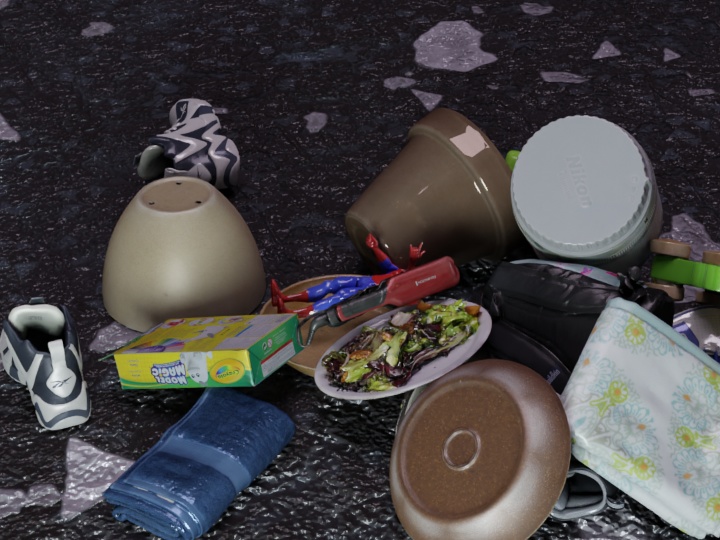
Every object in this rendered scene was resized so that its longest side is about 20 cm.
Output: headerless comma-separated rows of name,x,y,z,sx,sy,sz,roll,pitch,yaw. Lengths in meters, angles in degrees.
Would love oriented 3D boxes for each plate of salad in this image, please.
plate of salad,0.042,0.074,1.609,0.199,0.048,0.200,-17,23,7

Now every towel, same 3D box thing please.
towel,0.294,0.143,1.478,0.199,0.048,0.172,34,56,-4
towel,-0.158,0.192,1.534,0.111,0.049,0.200,17,35,25

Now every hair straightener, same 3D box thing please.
hair straightener,0.012,0.039,1.668,0.199,0.041,0.077,-27,3,-23

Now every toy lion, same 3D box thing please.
toy lion,0.425,0.015,1.678,0.191,0.069,0.199,12,2,40

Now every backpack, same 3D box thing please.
backpack,0.224,0.068,1.630,0.199,0.168,0.126,20,-5,33

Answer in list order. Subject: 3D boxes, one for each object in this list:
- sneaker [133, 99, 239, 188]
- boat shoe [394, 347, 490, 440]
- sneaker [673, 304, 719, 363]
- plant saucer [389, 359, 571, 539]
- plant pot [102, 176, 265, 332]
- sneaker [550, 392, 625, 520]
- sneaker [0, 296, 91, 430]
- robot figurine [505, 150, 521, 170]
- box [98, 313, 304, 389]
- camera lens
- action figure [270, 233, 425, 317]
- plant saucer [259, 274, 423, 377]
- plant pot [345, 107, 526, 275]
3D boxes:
sneaker,-0.258,-0.173,2.084,0.129,0.080,0.200,-7,41,-26
boat shoe,0.078,0.136,1.604,0.059,0.072,0.200,-34,15,38
sneaker,0.422,0.099,1.635,0.198,0.081,0.115,-2,29,-4
plant saucer,0.103,0.174,1.444,0.199,0.037,0.202,-17,58,30
plant pot,-0.217,-0.033,1.820,0.198,0.135,0.201,-1,31,1
sneaker,0.186,0.181,1.512,0.199,0.076,0.114,16,33,22
sneaker,-0.352,0.070,1.661,0.079,0.130,0.199,-11,33,-17
robot figurine,0.270,-0.089,1.892,0.198,0.117,0.175,16,9,1
box,-0.175,0.089,1.651,0.199,0.049,0.117,-1,17,28
camera lens,0.255,-0.076,1.704,0.159,0.161,0.200,9,-9,16
action figure,0.000,0.000,1.731,0.198,0.100,0.065,-6,33,-13
plant saucer,-0.018,0.071,1.737,0.198,0.036,0.201,0,32,0
plant pot,0.080,-0.069,1.847,0.174,0.201,0.200,-34,41,-15
